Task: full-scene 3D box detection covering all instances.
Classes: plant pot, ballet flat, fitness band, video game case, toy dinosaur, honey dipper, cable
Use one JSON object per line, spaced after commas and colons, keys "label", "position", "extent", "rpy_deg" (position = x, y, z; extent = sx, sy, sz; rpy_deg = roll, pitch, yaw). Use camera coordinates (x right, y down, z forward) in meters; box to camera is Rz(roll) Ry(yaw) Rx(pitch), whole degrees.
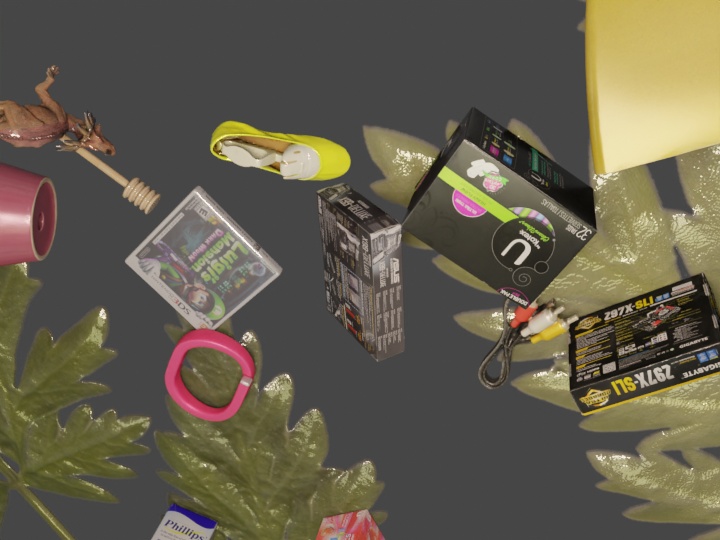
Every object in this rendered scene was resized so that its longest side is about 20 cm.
{"label": "plant pot", "position": [0.332, -0.232, 0.830], "extent": [0.198, 0.200, 0.178], "rpy_deg": [-14, 105, 22]}
{"label": "ballet flat", "position": [-0.115, -0.156, 1.062], "extent": [0.198, 0.067, 0.067], "rpy_deg": [14, 122, 6]}
{"label": "plant pot", "position": [-0.566, -0.086, 1.167], "extent": [0.177, 0.201, 0.202], "rpy_deg": [5, 122, -6]}
{"label": "fitness band", "position": [-0.257, 0.180, 1.307], "extent": [0.142, 0.038, 0.201], "rpy_deg": [27, 130, -3]}
{"label": "video game case", "position": [-0.249, -0.008, 1.212], "extent": [0.199, 0.023, 0.182], "rpy_deg": [-37, 105, 30]}
{"label": "toy dinosaur", "position": [-0.447, -0.199, 1.072], "extent": [0.136, 0.199, 0.086], "rpy_deg": [48, 139, 20]}
{"label": "honey dipper", "position": [-0.390, -0.158, 1.156], "extent": [0.199, 0.038, 0.038], "rpy_deg": [36, 122, -5]}
{"label": "cable", "position": [0.221, 0.101, 1.130], "extent": [0.097, 0.050, 0.201], "rpy_deg": [34, 121, -5]}

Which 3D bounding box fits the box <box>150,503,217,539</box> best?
{"label": "box", "position": [-0.375, 0.598, 1.497], "extent": [0.104, 0.201, 0.185], "rpy_deg": [21, 123, 3]}

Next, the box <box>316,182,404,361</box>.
{"label": "box", "position": [0.000, 0.000, 1.074], "extent": [0.049, 0.158, 0.202], "rpy_deg": [-18, 122, -23]}

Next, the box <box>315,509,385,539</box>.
{"label": "box", "position": [-0.032, 0.537, 1.367], "extent": [0.102, 0.201, 0.095], "rpy_deg": [-18, 114, 23]}

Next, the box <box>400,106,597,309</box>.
{"label": "box", "position": [0.178, -0.081, 0.993], "extent": [0.199, 0.125, 0.149], "rpy_deg": [32, 122, -6]}

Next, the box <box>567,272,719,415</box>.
{"label": "box", "position": [0.374, 0.096, 1.021], "extent": [0.198, 0.160, 0.050], "rpy_deg": [-25, 111, 26]}
